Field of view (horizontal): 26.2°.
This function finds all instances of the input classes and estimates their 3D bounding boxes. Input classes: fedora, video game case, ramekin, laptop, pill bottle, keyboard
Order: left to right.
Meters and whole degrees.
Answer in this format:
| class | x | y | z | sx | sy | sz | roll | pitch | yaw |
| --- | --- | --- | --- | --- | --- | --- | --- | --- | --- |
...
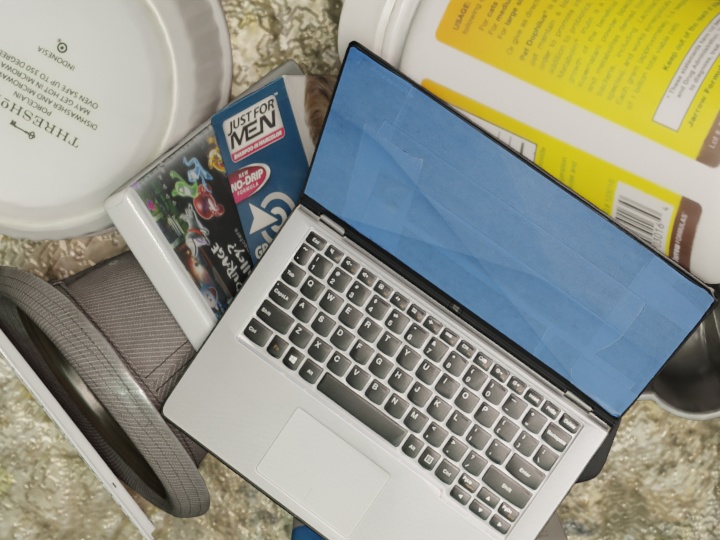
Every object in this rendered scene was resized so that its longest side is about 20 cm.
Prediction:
| class | x | y | z | sx | sy | sz | roll | pitch | yaw |
| --- | --- | --- | --- | --- | --- | --- | --- | --- | --- |
| keyboard | -0.186 | 0.080 | 0.916 | 0.011 | 0.056 | 0.201 | -39 | 102 | -17 |
| ramekin | -0.172 | -0.109 | 0.851 | 0.200 | 0.094 | 0.204 | 0 | 103 | -1 |
| fedora | -0.122 | 0.048 | 0.863 | 0.090 | 0.200 | 0.177 | -39 | 95 | -18 |
| video game case | -0.033 | 0.005 | 0.845 | 0.023 | 0.182 | 0.201 | -22 | 105 | 36 |
| laptop | 0.023 | 0.040 | 0.693 | 0.187 | 0.116 | 0.201 | 35 | 94 | 8 |
| pill bottle | 0.092 | -0.082 | 0.670 | 0.199 | 0.109 | 0.110 | 28 | 103 | 21 |

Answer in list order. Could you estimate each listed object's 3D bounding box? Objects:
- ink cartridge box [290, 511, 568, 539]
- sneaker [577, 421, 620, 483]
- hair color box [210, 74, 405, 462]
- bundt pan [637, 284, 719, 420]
| class | x | y | z | sx | sy | sz | roll | pitch | yaw |
| --- | --- | --- | --- | --- | --- | --- | --- | --- | --- |
| ink cartridge box | 0.035 | 0.158 | 0.863 | 0.143 | 0.200 | 0.085 | -4 | 101 | 0 |
| sneaker | 0.111 | 0.023 | 0.820 | 0.082 | 0.072 | 0.202 | 16 | 106 | 3 |
| hair color box | 0.000 | 0.000 | 0.817 | 0.060 | 0.100 | 0.202 | -23 | 81 | 39 |
| bundt pan | 0.200 | -0.021 | 0.886 | 0.200 | 0.076 | 0.204 | 0 | 103 | 0 |
